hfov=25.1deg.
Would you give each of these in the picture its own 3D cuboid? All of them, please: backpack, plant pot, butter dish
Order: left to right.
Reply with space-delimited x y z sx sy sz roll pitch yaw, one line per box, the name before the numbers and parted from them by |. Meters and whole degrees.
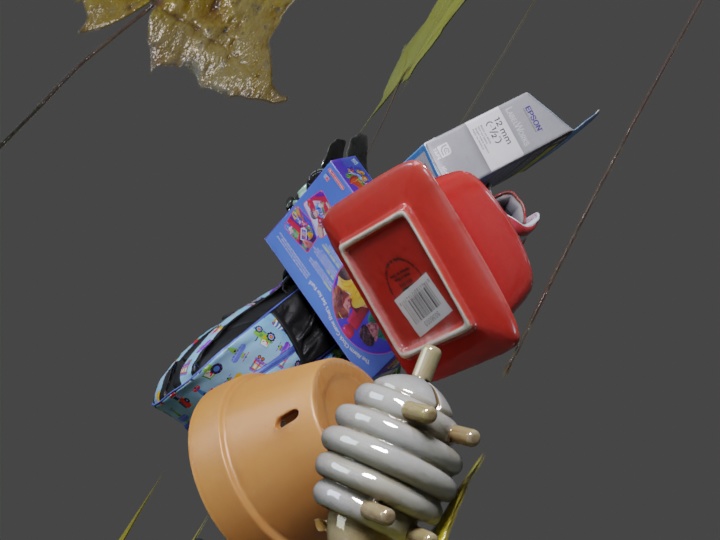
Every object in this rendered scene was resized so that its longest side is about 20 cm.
backpack | -0.124 0.115 1.787 0.182 0.135 0.200 -34 4 46
plant pot | -0.052 0.176 1.585 0.139 0.200 0.201 -32 20 29
butter dish | 0.090 -0.016 1.563 0.147 0.201 0.200 -30 1 -35

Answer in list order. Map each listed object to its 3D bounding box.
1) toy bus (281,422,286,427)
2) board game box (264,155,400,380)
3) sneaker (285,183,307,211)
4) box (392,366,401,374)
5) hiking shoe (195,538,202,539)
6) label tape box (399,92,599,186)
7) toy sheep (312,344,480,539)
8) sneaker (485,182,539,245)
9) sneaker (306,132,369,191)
toy bus | -0.044 0.194 1.787 0.065 0.078 0.200 -58 8 -15
board game box | 0.000 0.000 1.717 0.045 0.201 0.135 -16 -24 -51
sneaker | -0.043 -0.042 2.010 0.073 0.119 0.201 -33 24 8
box | 0.031 0.029 1.814 0.117 0.048 0.203 -144 61 -84
hiking shoe | -0.205 0.397 1.868 0.201 0.086 0.074 -54 8 17
label tape box | 0.137 -0.127 1.710 0.199 0.067 0.143 -29 -4 -21
toy sheep | 0.028 0.158 1.359 0.201 0.137 0.138 -63 10 -12
sneaker | 0.128 -0.043 1.717 0.113 0.071 0.200 -59 15 10
sneaker | -0.009 -0.052 1.815 0.059 0.202 0.104 -13 0 26
